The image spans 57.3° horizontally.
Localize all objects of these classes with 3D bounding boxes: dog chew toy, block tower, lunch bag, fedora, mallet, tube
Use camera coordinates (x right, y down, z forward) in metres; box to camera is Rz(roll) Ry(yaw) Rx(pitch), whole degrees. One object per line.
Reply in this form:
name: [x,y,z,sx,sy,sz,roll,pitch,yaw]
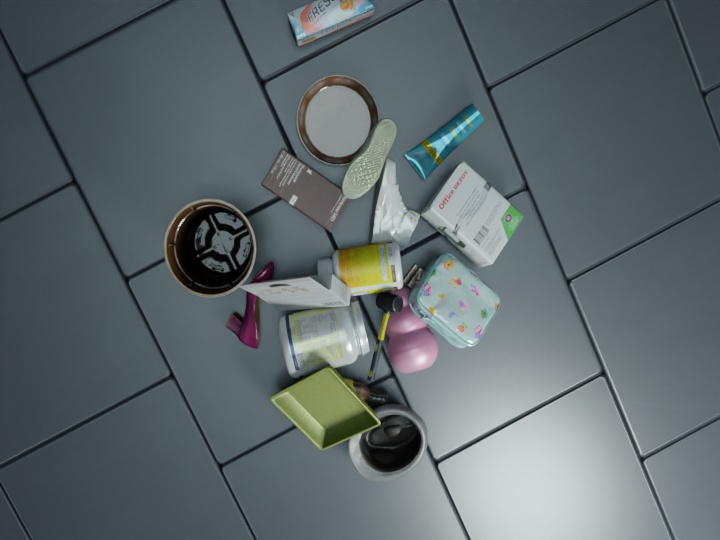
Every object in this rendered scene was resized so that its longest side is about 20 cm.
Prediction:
dog chew toy: [0.111,0.136,1.565,0.121,0.125,0.207,-15,84,-2]
block tower: [0.192,0.071,1.594,0.199,0.058,0.054,40,91,-6]
lunch bag: [0.211,0.072,1.525,0.198,0.077,0.162,38,75,-8]
fedora: [0.068,0.405,1.600,0.198,0.090,0.179,-35,96,7]
mallet: [0.041,0.149,1.519,0.040,0.065,0.206,17,93,-41]
tube: [0.203,-0.310,1.566,0.199,0.050,0.078,-41,89,6]

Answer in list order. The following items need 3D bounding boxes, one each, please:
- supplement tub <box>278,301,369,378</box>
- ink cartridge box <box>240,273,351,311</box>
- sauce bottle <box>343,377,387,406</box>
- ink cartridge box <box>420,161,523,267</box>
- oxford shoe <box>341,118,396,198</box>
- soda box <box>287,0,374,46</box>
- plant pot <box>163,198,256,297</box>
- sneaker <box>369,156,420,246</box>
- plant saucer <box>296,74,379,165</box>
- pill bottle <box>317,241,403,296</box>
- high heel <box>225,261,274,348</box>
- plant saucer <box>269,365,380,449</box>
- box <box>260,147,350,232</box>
supplement tub: [-0.085,0.157,1.538,0.193,0.145,0.150,-14,97,-3]
ink cartridge box: [-0.144,0.037,1.458,0.194,0.176,0.046,-6,64,28]
sauce bottle: [-0.031,0.295,1.596,0.193,0.065,0.067,10,95,-4]
ink cartridge box: [0.261,-0.131,1.551,0.199,0.084,0.147,40,78,-7]
oxford shoe: [0.020,-0.254,1.515,0.074,0.058,0.204,30,88,-13]
soda box: [-0.068,-0.585,1.502,0.195,0.068,0.065,-24,97,0]
plant pot: [-0.321,-0.058,1.473,0.193,0.198,0.208,0,97,-4]
sneaker: [0.089,-0.159,1.561,0.112,0.074,0.207,6,102,-9]
plant saucer: [-0.053,-0.351,1.546,0.193,0.035,0.208,0,96,-4]
pill bottle: [0.000,0.000,1.541,0.193,0.109,0.113,-8,96,3]
high heel: [-0.234,0.082,1.558,0.095,0.067,0.203,34,107,4]
plant saucer: [-0.079,0.311,1.534,0.197,0.048,0.201,-30,113,29]
box: [-0.126,-0.186,1.538,0.197,0.075,0.102,33,92,-8]
